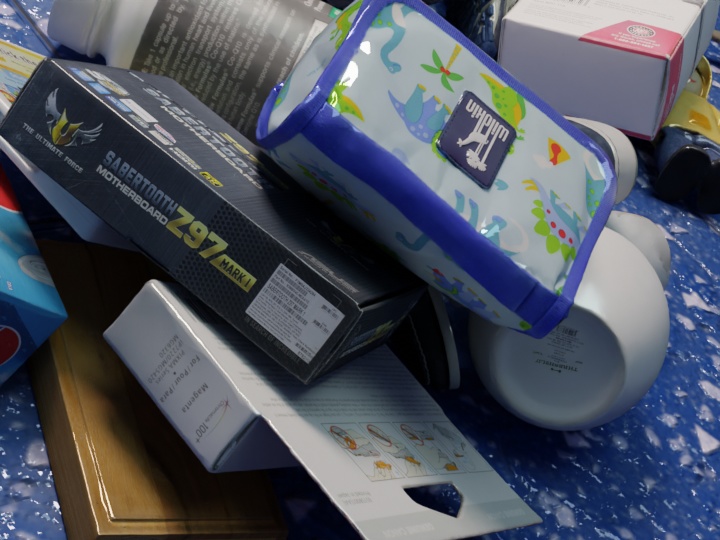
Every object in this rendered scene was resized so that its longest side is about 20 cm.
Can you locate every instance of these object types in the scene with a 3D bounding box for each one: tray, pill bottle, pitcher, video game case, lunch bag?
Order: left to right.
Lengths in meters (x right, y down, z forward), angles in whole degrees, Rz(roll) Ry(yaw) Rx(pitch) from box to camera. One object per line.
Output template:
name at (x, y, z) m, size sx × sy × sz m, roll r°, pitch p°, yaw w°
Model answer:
video game case at (-0.149, -0.068, 0.816) m, size 0.182 × 0.023 × 0.200 m, roll 45°, pitch 13°, yaw 23°
tray at (-0.114, 0.065, 0.725) m, size 0.099 × 0.037 × 0.200 m, roll 5°, pitch 41°, yaw -31°
pill bottle at (-0.102, -0.157, 0.953) m, size 0.200 × 0.113 × 0.113 m, roll 25°, pitch 34°, yaw -6°
lunch bag at (0.037, -0.060, 0.749) m, size 0.170 × 0.127 × 0.200 m, roll 38°, pitch 20°, yaw -11°
pitcher at (0.112, 0.017, 0.898) m, size 0.171 × 0.121 × 0.200 m, roll 11°, pitch 22°, yaw 10°

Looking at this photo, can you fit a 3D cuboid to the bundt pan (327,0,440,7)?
bundt pan at (0.028, -0.277, 1.189) m, size 0.202 × 0.076 × 0.202 m, roll -4°, pitch 29°, yaw 2°

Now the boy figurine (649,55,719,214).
boy figurine at (0.298, -0.129, 1.252) m, size 0.124 × 0.064 × 0.200 m, roll 19°, pitch 37°, yaw -6°

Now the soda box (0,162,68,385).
soda box at (-0.224, -0.032, 0.727) m, size 0.064 × 0.068 × 0.200 m, roll 28°, pitch 24°, yaw -51°

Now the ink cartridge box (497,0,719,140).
ink cartridge box at (0.221, -0.207, 1.224) m, size 0.146 × 0.083 × 0.200 m, roll 17°, pitch 37°, yaw 19°

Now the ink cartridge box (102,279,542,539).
ink cartridge box at (-0.012, 0.083, 0.712) m, size 0.174 × 0.044 × 0.200 m, roll 49°, pitch 17°, yaw 23°

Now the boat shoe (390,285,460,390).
boat shoe at (0.000, -0.002, 0.871) m, size 0.066 × 0.075 × 0.200 m, roll -17°, pitch 60°, yaw -12°

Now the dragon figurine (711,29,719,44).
dragon figurine at (0.422, -0.235, 1.484) m, size 0.200 × 0.059 × 0.099 m, roll 30°, pitch 34°, yaw 0°

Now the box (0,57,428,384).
box at (-0.068, -0.030, 0.727) m, size 0.200 × 0.051 × 0.158 m, roll 39°, pitch 11°, yaw 9°

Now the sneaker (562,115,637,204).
sneaker at (0.064, -0.078, 0.951) m, size 0.146 × 0.077 × 0.202 m, roll -8°, pitch 13°, yaw -35°

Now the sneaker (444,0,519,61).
sneaker at (0.127, -0.240, 1.266) m, size 0.085 × 0.077 × 0.200 m, roll 27°, pitch 35°, yaw -16°
